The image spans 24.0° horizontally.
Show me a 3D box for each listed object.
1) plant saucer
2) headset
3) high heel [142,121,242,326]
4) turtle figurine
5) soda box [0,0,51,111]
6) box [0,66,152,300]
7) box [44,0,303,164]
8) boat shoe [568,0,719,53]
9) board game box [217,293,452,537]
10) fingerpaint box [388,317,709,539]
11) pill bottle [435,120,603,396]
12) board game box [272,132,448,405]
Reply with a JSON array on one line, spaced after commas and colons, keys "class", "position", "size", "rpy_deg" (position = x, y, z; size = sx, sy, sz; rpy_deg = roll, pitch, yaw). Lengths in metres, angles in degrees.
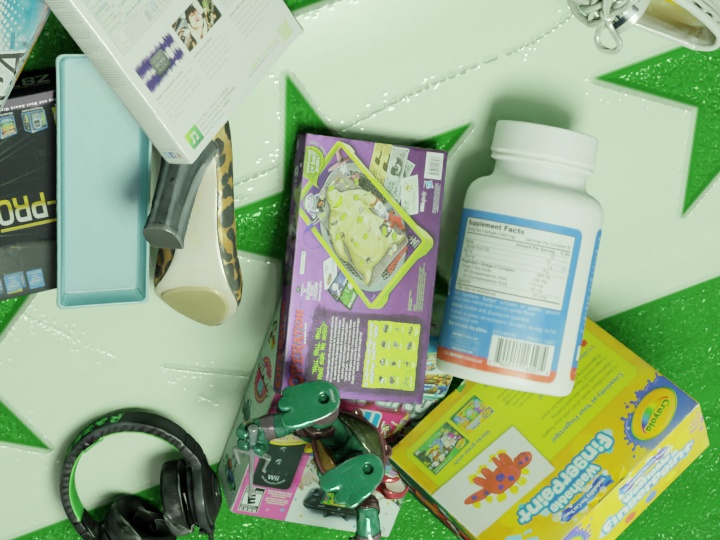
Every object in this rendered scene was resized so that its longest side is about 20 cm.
[{"class": "plant saucer", "position": [-0.188, -0.066, 1.234], "size": [0.069, 0.019, 0.201], "rpy_deg": [-4, 119, -17]}, {"class": "headset", "position": [-0.164, 0.211, 1.401], "size": [0.123, 0.094, 0.200], "rpy_deg": [-36, 109, 12]}, {"class": "high heel", "position": [-0.116, -0.049, 1.303], "size": [0.071, 0.144, 0.200], "rpy_deg": [7, 155, 10]}, {"class": "turtle figurine", "position": [-0.025, 0.152, 1.318], "size": [0.149, 0.200, 0.101], "rpy_deg": [39, 74, 9]}, {"class": "soda box", "position": [-0.278, -0.124, 1.160], "size": [0.068, 0.064, 0.201], "rpy_deg": [27, 89, -11]}, {"class": "box", "position": [-0.264, -0.060, 1.252], "size": [0.198, 0.049, 0.162], "rpy_deg": [-11, 122, -10]}, {"class": "box", "position": [-0.138, -0.195, 1.173], "size": [0.145, 0.036, 0.200], "rpy_deg": [-52, 126, -26]}, {"class": "boat shoe", "position": [0.190, -0.206, 1.255], "size": [0.201, 0.087, 0.074], "rpy_deg": [17, 158, -29]}, {"class": "board game box", "position": [-0.017, 0.114, 1.407], "size": [0.146, 0.064, 0.201], "rpy_deg": [11, 114, -20]}, {"class": "fingerpaint box", "position": [0.152, 0.145, 1.371], "size": [0.200, 0.167, 0.074], "rpy_deg": [-43, 144, -12]}, {"class": "pill bottle", "position": [0.129, -0.010, 1.320], "size": [0.111, 0.112, 0.202], "rpy_deg": [11, 90, -20]}, {"class": "board game box", "position": [0.000, 0.000, 1.318], "size": [0.119, 0.032, 0.202], "rpy_deg": [6, 90, -23]}]
